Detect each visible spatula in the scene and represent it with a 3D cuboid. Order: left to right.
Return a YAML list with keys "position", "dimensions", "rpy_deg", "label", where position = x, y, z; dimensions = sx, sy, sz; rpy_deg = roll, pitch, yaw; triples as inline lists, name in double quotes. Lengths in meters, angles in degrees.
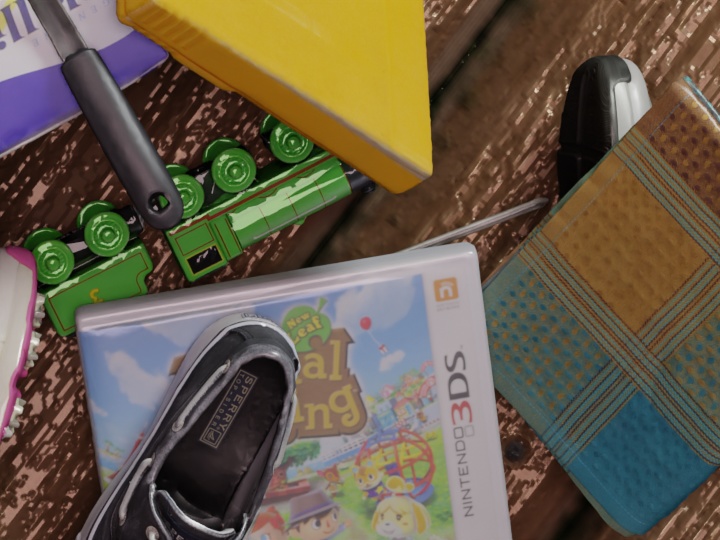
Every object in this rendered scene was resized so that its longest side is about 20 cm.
- position: [-0.129, -0.105, 1.277]
  dimensions: [0.056, 0.021, 0.200]
  rpy_deg: [-30, 99, 0]
  label: "spatula"

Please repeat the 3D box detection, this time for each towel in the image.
- position: [0.142, 0.021, 1.427]
  dimensions: [0.147, 0.022, 0.200]
  rpy_deg: [50, 129, 12]
  label: "towel"

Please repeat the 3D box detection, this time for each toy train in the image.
- position: [-0.074, -0.029, 1.466]
  dimensions: [0.199, 0.042, 0.057]
  rpy_deg: [-27, 107, -5]
  label: "toy train"

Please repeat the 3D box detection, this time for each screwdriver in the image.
- position: [0.000, 0.000, 1.487]
  dimensions: [0.199, 0.029, 0.028]
  rpy_deg: [-22, 96, -9]
  label: "screwdriver"

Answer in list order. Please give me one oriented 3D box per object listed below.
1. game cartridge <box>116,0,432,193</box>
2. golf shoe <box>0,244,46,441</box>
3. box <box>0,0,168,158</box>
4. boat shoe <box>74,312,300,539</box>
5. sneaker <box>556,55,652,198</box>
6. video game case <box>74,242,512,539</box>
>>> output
- position: [-0.043, -0.149, 1.370]
  dimensions: [0.200, 0.032, 0.177]
  rpy_deg: [30, 46, -40]
  label: "game cartridge"
- position: [-0.208, 0.075, 1.395]
  dimensions: [0.091, 0.075, 0.201]
  rpy_deg: [19, 74, -9]
  label: "golf shoe"
- position: [-0.188, -0.155, 1.368]
  dimensions: [0.105, 0.184, 0.200]
  rpy_deg: [-31, 97, -7]
  label: "box"
- position: [-0.083, 0.118, 1.423]
  dimensions: [0.072, 0.068, 0.200]
  rpy_deg: [27, 99, -15]
  label: "boat shoe"
- position: [0.169, -0.017, 1.491]
  dimensions: [0.115, 0.076, 0.201]
  rpy_deg: [-14, 104, -15]
  label: "sneaker"
- position: [-0.030, 0.090, 1.471]
  dimensions: [0.199, 0.022, 0.183]
  rpy_deg: [-9, 106, -6]
  label: "video game case"
